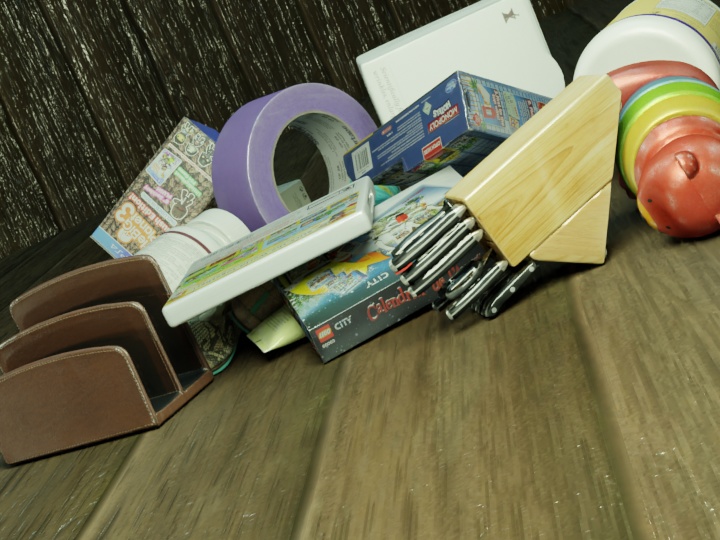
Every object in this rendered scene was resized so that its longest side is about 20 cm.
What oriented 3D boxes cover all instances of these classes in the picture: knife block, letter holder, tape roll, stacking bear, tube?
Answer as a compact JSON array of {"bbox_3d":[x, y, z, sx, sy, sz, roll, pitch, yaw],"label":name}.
[{"bbox_3d":[0.109,-0.061,1.106,0.174,0.202,0.064,4,6,-13],"label":"knife block"},{"bbox_3d":[-0.263,0.080,1.296,0.199,0.143,0.101,-17,13,32],"label":"letter holder"},{"bbox_3d":[-0.068,-0.111,1.615,0.199,0.202,0.085,-31,13,-33],"label":"tape roll"},{"bbox_3d":[0.253,-0.089,1.105,0.113,0.122,0.200,-28,19,14],"label":"stacking bear"},{"bbox_3d":[-0.014,0.020,1.309,0.199,0.052,0.058,-30,-25,-12],"label":"tube"}]

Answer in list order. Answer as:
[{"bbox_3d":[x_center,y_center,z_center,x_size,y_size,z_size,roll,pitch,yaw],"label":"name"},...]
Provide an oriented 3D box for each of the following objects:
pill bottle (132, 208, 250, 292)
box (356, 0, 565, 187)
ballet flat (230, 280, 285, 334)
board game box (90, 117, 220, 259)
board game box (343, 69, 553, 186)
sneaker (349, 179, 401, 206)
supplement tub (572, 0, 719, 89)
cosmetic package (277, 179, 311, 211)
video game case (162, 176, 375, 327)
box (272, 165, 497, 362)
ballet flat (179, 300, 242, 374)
[{"bbox_3d":[-0.201,0.021,1.484,0.109,0.110,0.200,-13,21,43],"label":"pill bottle"},{"bbox_3d":[0.122,-0.183,1.548,0.198,0.201,0.131,-24,11,1],"label":"box"},{"bbox_3d":[-0.075,0.006,1.414,0.067,0.068,0.200,-52,6,21],"label":"ballet flat"},{"bbox_3d":[-0.238,-0.088,1.842,0.200,0.097,0.159,-51,-7,6],"label":"board game box"},{"bbox_3d":[0.119,-0.120,1.366,0.198,0.062,0.200,1,-19,-34],"label":"board game box"},{"bbox_3d":[0.009,-0.071,1.530,0.077,0.080,0.200,-25,3,12],"label":"sneaker"},{"bbox_3d":[0.300,-0.197,1.380,0.144,0.147,0.200,-18,12,28],"label":"supplement tub"},{"bbox_3d":[-0.149,-0.042,1.801,0.104,0.072,0.200,-18,13,33],"label":"cosmetic package"},{"bbox_3d":[-0.078,-0.020,1.277,0.199,0.023,0.182,-26,11,7],"label":"video game case"},{"bbox_3d":[0.026,-0.010,1.240,0.199,0.038,0.137,-29,31,-6],"label":"box"},{"bbox_3d":[-0.141,0.041,1.394,0.067,0.076,0.200,-22,11,15],"label":"ballet flat"}]
